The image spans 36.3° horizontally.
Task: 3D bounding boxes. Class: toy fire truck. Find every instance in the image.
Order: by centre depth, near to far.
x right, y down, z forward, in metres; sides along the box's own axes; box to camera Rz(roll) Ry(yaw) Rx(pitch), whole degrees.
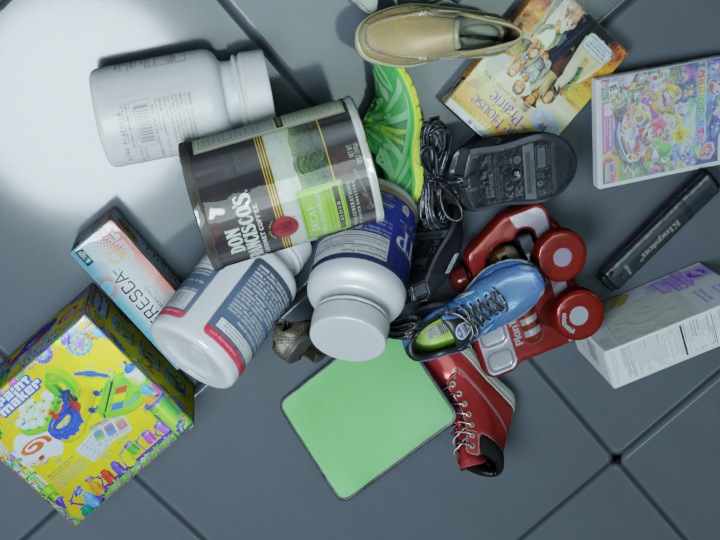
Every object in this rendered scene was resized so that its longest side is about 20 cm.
[{"bbox_3d":[0.204,0.022,1.403,0.167,0.112,0.202,-22,108,-4],"label":"toy fire truck"}]

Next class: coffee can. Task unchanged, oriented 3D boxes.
[{"bbox_3d":[-0.087,-0.098,1.225,0.198,0.146,0.148,-17,109,-3],"label":"coffee can"}]

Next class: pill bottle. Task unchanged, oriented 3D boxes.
[{"bbox_3d":[-0.202,-0.193,1.268,0.198,0.114,0.115,-12,109,-6],"label":"pill bottle"},{"bbox_3d":[0.000,0.000,1.305,0.118,0.201,0.120,7,144,5],"label":"pill bottle"},{"bbox_3d":[-0.146,0.028,1.309,0.120,0.119,0.201,45,62,-19],"label":"pill bottle"}]

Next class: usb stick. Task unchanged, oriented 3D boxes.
[{"bbox_3d":[0.392,-0.053,1.448,0.200,0.033,0.055,-45,146,7],"label":"usb stick"}]

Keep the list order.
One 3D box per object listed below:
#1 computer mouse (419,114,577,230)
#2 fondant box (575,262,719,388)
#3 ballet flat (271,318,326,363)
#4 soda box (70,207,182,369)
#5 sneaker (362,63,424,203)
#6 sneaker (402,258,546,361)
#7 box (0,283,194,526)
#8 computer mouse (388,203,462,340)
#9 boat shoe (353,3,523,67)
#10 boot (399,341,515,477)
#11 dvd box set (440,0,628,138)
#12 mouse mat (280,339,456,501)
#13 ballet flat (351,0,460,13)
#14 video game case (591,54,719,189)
[{"bbox_3d":[0.164,-0.128,1.347,0.198,0.053,0.140,-5,110,-8],"label":"computer mouse"},{"bbox_3d":[0.389,0.068,1.433,0.198,0.144,0.059,-21,109,-2],"label":"fondant box"},{"bbox_3d":[-0.065,0.081,1.350,0.046,0.200,0.068,38,100,14],"label":"ballet flat"},{"bbox_3d":[-0.264,0.023,1.353,0.068,0.064,0.200,-37,109,4],"label":"soda box"},{"bbox_3d":[0.031,-0.170,1.335,0.083,0.074,0.202,-10,109,-10],"label":"sneaker"},{"bbox_3d":[0.138,0.059,1.337,0.199,0.089,0.079,-32,102,17],"label":"sneaker"},{"bbox_3d":[-0.341,0.164,1.353,0.200,0.122,0.193,-39,109,5],"label":"box"},{"bbox_3d":[0.063,0.012,1.389,0.046,0.140,0.201,38,60,-30],"label":"computer mouse"},{"bbox_3d":[0.093,-0.274,1.264,0.198,0.076,0.072,-10,104,-19],"label":"boat shoe"},{"bbox_3d":[0.119,0.173,1.417,0.200,0.145,0.072,41,130,-18],"label":"boot"},{"bbox_3d":[0.216,-0.241,1.367,0.146,0.029,0.200,39,97,-18],"label":"dvd box set"},{"bbox_3d":[0.007,0.181,1.421,0.200,0.008,0.162,-38,77,15],"label":"mouse mat"},{"bbox_3d":[0.033,-0.335,1.286,0.198,0.067,0.071,-2,102,-10],"label":"ballet flat"},{"bbox_3d":[0.390,-0.191,1.403,0.198,0.018,0.145,-12,114,-11],"label":"video game case"}]
